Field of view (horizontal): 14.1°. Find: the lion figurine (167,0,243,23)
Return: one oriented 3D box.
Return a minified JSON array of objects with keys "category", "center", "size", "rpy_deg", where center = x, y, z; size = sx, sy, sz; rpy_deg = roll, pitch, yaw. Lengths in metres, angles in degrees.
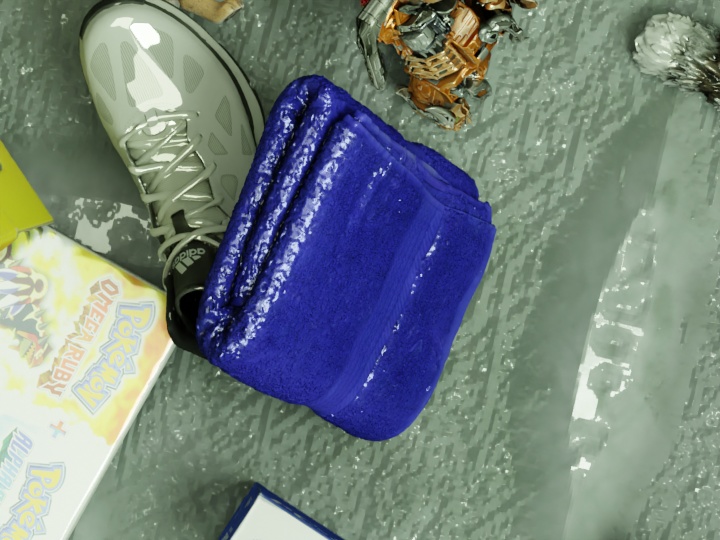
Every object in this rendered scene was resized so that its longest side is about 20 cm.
[{"category":"lion figurine","center":[-0.069,-0.197,1.474],"size":[0.200,0.072,0.123],"rpy_deg":[-35,88,0]}]

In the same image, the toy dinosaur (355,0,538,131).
[{"category":"toy dinosaur","center":[0.048,-0.160,1.439],"size":[0.136,0.200,0.102],"rpy_deg":[-38,68,-22]}]

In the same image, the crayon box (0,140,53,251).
[{"category":"crayon box","center":[-0.248,-0.040,1.386],"size":[0.051,0.200,0.127],"rpy_deg":[-37,82,33]}]

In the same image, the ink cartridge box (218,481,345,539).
[{"category":"ink cartridge box","center":[0.020,0.180,1.464],"size":[0.200,0.094,0.044],"rpy_deg":[33,88,-2]}]

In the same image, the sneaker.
[{"category":"sneaker","center":[-0.078,-0.037,1.424],"size":[0.076,0.115,0.201],"rpy_deg":[-25,107,11]}]

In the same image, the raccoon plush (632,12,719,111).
[{"category":"raccoon plush","center":[0.230,-0.062,1.457],"size":[0.199,0.134,0.097],"rpy_deg":[19,90,-3]}]

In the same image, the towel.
[{"category":"towel","center":[0.000,0.000,1.414],"size":[0.049,0.200,0.148],"rpy_deg":[17,84,28]}]

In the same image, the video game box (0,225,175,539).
[{"category":"video game box","center":[-0.209,0.061,1.475],"size":[0.182,0.047,0.200],"rpy_deg":[29,88,-4]}]
